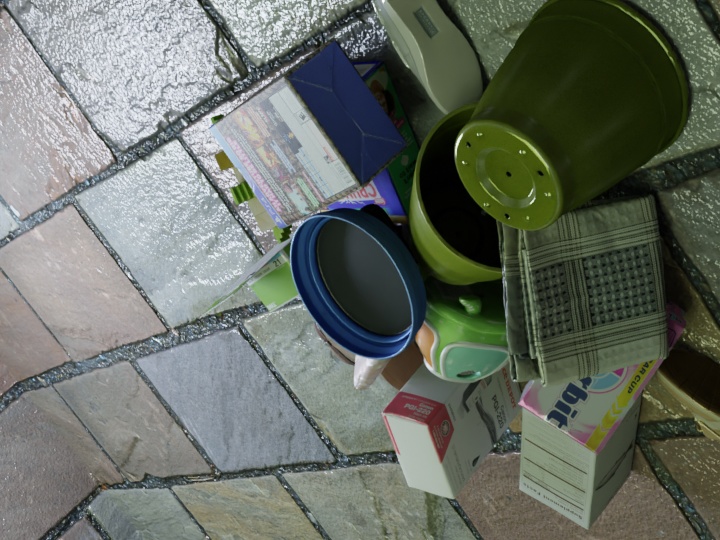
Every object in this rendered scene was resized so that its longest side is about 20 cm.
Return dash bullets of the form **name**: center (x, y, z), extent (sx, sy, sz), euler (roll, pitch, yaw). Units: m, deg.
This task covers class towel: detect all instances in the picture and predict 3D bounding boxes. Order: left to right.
- **towel**: center (0.036, 0.042, 1.796), extent (0.032, 0.193, 0.200), euler (12, 149, -11)
- **towel**: center (0.247, 0.021, 1.441), extent (0.035, 0.198, 0.195), euler (-156, 58, -71)

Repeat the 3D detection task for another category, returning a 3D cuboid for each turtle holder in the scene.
- **turtle holder**: center (0.151, 0.070, 1.705), extent (0.141, 0.184, 0.133), euler (35, 120, 36)

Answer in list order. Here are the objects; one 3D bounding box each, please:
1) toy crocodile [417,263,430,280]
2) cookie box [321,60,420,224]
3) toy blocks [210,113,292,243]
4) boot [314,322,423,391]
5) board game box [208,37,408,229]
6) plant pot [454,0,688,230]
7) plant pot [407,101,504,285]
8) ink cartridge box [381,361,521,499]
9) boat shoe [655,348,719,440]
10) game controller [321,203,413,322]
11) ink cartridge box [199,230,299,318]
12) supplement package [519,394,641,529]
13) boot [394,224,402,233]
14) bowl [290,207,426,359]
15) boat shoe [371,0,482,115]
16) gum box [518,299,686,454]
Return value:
- **toy crocodile**: center (0.104, 0.007, 1.772), extent (0.061, 0.068, 0.201), euler (1, 136, 2)
- **cookie box**: center (-0.010, -0.165, 1.705), extent (0.170, 0.075, 0.201), euler (6, 131, 46)
- **toy blocks**: center (-0.108, -0.150, 1.827), extent (0.136, 0.100, 0.202), euler (-22, 94, 35)
- **boot**: center (0.014, 0.125, 2.008), extent (0.201, 0.070, 0.146), euler (51, 155, -5)
- **board game box**: center (-0.067, -0.163, 1.610), extent (0.160, 0.097, 0.199), euler (55, 145, -10)
- **plant pot**: center (0.200, -0.147, 1.345), extent (0.199, 0.193, 0.201), euler (31, 146, 24)
- **plant pot**: center (0.138, -0.070, 1.547), extent (0.200, 0.200, 0.193), euler (45, 161, 2)
- **ink cartridge box**: center (0.132, 0.190, 1.811), extent (0.084, 0.200, 0.147), euler (9, 134, 37)
- **boat shoe**: center (0.429, 0.172, 1.553), extent (0.199, 0.074, 0.070), euler (36, 141, 16)
- **game controller**: center (0.000, 0.000, 1.677), extent (0.105, 0.042, 0.200), euler (49, 142, 6)
- **ink cartridge box**: center (-0.126, 0.019, 1.930), extent (0.076, 0.200, 0.148), euler (50, 149, -7)
- **supplement package**: center (0.289, 0.221, 1.736), extent (0.117, 0.117, 0.201), euler (27, 144, 28)
- **boot**: center (0.008, 0.009, 1.753), extent (0.200, 0.069, 0.148), euler (-165, 81, -79)
- **bowl**: center (-0.002, 0.014, 1.625), extent (0.199, 0.039, 0.202), euler (26, 133, 31)
- **boat shoe**: center (0.070, -0.263, 1.512), extent (0.200, 0.072, 0.068), euler (51, 170, -19)
- **gum box**: center (0.288, 0.100, 1.551), extent (0.113, 0.066, 0.201), euler (31, 110, 5)
